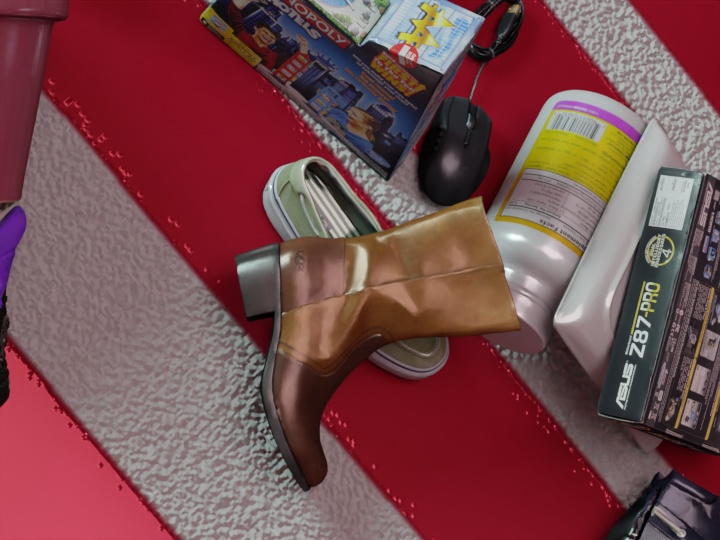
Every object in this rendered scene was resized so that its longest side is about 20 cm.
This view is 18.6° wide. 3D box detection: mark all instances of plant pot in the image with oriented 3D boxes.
[{"bbox_3d":[-0.302,-0.136,1.522,0.199,0.200,0.180,-2,94,-24],"label":"plant pot"}]

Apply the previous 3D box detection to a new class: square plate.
[{"bbox_3d":[0.239,0.016,1.744,0.198,0.028,0.201,50,59,-43],"label":"square plate"}]

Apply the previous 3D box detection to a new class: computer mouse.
[{"bbox_3d":[0.096,-0.142,1.772,0.058,0.034,0.201,24,69,-16],"label":"computer mouse"}]

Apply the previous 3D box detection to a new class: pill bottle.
[{"bbox_3d":[0.153,-0.036,1.733,0.104,0.104,0.200,34,68,-13],"label":"pill bottle"}]

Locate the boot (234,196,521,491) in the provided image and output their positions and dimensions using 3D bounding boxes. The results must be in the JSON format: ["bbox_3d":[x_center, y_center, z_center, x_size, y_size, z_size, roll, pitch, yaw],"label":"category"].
[{"bbox_3d":[0.020,0.056,1.634,0.199,0.068,0.189,-11,83,-3],"label":"boot"}]

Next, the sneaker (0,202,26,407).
[{"bbox_3d":[-0.281,0.048,1.550,0.099,0.069,0.201,42,63,-23],"label":"sneaker"}]

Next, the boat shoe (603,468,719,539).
[{"bbox_3d":[0.292,0.241,1.743,0.200,0.075,0.093,37,74,-11],"label":"boat shoe"}]

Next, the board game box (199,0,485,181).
[{"bbox_3d":[-0.001,-0.173,1.644,0.200,0.200,0.062,40,66,-11],"label":"board game box"}]

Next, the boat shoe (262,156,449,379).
[{"bbox_3d":[0.000,0.000,1.680,0.072,0.062,0.200,-43,96,-25],"label":"boat shoe"}]

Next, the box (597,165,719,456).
[{"bbox_3d":[0.266,0.036,1.721,0.161,0.049,0.201,21,81,-49],"label":"box"}]
